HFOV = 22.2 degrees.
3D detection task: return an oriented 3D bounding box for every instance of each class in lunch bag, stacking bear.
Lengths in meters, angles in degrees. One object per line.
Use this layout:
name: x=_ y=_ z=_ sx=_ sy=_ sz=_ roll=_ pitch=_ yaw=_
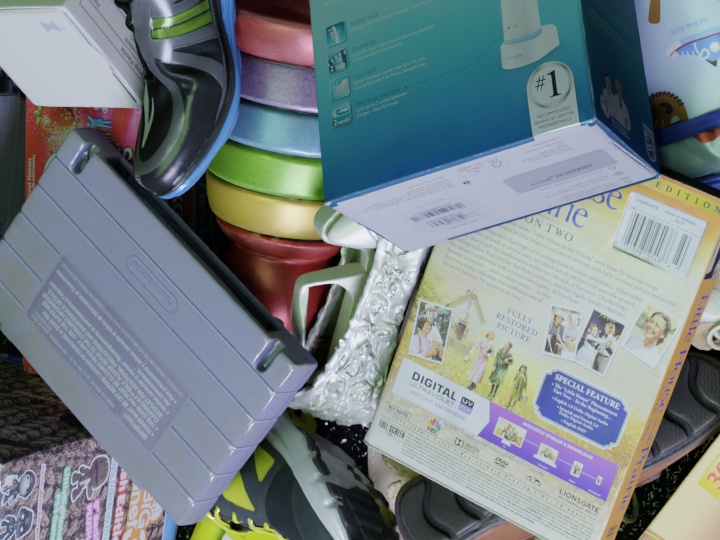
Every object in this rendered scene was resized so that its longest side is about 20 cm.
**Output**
lunch bag: x=0.142 y=-0.100 z=0.977 sx=0.199 sy=0.075 sz=0.161 roll=-17 pitch=90 yaw=28
stacking bear: x=-0.039 y=-0.051 z=1.058 sx=0.121 sy=0.114 sz=0.201 roll=15 pitch=108 yaw=22

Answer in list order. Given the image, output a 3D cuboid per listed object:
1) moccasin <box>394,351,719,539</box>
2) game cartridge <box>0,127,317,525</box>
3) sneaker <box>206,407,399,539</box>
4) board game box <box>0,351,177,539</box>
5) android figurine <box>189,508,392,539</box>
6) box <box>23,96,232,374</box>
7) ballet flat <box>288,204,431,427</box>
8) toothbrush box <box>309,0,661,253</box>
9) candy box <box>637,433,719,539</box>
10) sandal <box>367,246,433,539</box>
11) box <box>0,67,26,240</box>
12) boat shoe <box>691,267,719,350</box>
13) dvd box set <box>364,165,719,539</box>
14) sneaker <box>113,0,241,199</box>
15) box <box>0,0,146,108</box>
moccasin: x=0.118 y=0.109 z=1.015 sx=0.201 sy=0.078 sz=0.074 roll=-35 pitch=64 yaw=10
game cartridge: x=-0.127 y=0.032 z=1.037 sx=0.200 sy=0.038 sz=0.130 roll=46 pitch=118 yaw=20
sneaker: x=-0.048 y=0.127 z=1.050 sx=0.085 sy=0.074 sz=0.200 roll=-47 pitch=42 yaw=7
board game box: x=-0.225 y=0.125 z=1.117 sx=0.159 sy=0.200 sz=0.097 roll=13 pitch=101 yaw=24
android figurine: x=-0.038 y=0.212 z=1.114 sx=0.182 sy=0.041 sz=0.201 roll=33 pitch=115 yaw=25
box: x=-0.138 y=-0.036 z=1.112 sx=0.099 sy=0.095 sz=0.201 roll=5 pitch=98 yaw=26
ballet flat: x=0.000 y=0.000 z=1.004 sx=0.072 sy=0.072 sz=0.201 roll=26 pitch=116 yaw=22
toothbrush box: x=0.056 y=-0.129 z=0.914 sx=0.146 sy=0.085 sz=0.201 roll=-17 pitch=66 yaw=26
candy box: x=0.206 y=0.169 z=0.985 sx=0.115 sy=0.055 sz=0.200 roll=40 pitch=112 yaw=17
sandal: x=0.034 y=0.075 z=1.053 sx=0.077 sy=0.070 sz=0.213 roll=18 pitch=104 yaw=24
box: x=-0.247 y=-0.079 z=1.153 sx=0.060 sy=0.116 sz=0.201 roll=14 pitch=103 yaw=27
boat shoe: x=0.159 y=0.023 z=0.973 sx=0.200 sy=0.073 sz=0.064 roll=2 pitch=83 yaw=23
dvd box set: x=0.097 y=0.030 z=0.951 sx=0.146 sy=0.029 sz=0.201 roll=25 pitch=104 yaw=25
sneaker: x=-0.106 y=-0.140 z=0.979 sx=0.071 sy=0.082 sz=0.201 roll=14 pitch=101 yaw=52
box: x=-0.143 y=-0.199 z=1.042 sx=0.077 sy=0.095 sz=0.201 roll=3 pitch=59 yaw=27
